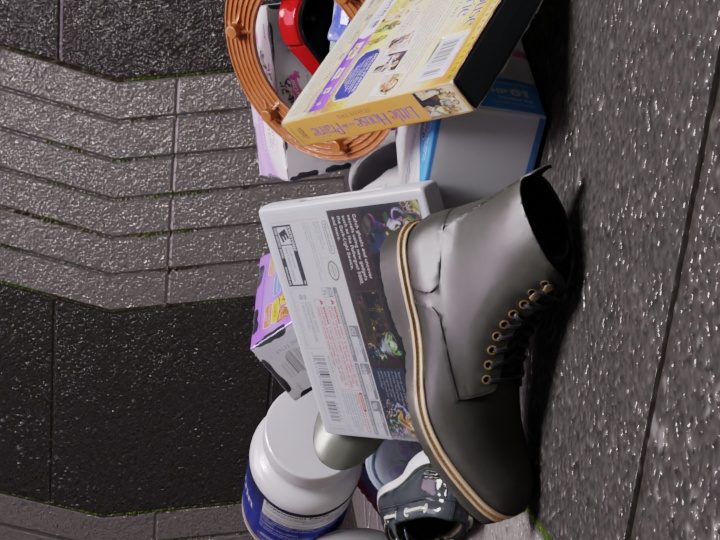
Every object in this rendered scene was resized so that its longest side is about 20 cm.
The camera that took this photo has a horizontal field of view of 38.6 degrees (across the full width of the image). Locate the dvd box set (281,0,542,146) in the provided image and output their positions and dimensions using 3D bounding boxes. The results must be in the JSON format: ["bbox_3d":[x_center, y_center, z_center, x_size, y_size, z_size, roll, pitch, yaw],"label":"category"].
[{"bbox_3d":[0.040,-0.161,0.736,0.198,0.029,0.148,-3,50,53],"label":"dvd box set"}]

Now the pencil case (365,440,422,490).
[{"bbox_3d":[0.041,0.147,1.028,0.200,0.081,0.093,-99,1,-74],"label":"pencil case"}]

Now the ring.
[{"bbox_3d":[-0.048,-0.189,0.916,0.019,0.198,0.203,-38,-31,-41],"label":"ring"}]

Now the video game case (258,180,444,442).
[{"bbox_3d":[0.012,0.038,0.798,0.180,0.023,0.204,-3,108,45],"label":"video game case"}]

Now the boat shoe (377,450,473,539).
[{"bbox_3d":[0.052,0.214,0.888,0.201,0.074,0.061,101,178,-59],"label":"boat shoe"}]

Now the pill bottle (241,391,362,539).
[{"bbox_3d":[-0.058,0.201,1.031,0.201,0.113,0.118,106,168,-55],"label":"pill bottle"}]

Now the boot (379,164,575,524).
[{"bbox_3d":[0.092,0.049,0.638,0.137,0.077,0.204,-27,83,48],"label":"boot"}]

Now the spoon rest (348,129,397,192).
[{"bbox_3d":[0.049,-0.082,1.065,0.061,0.098,0.200,67,-173,26],"label":"spoon rest"}]

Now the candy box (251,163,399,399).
[{"bbox_3d":[0.000,0.000,0.950,0.072,0.198,0.169,50,-163,-24],"label":"candy box"}]

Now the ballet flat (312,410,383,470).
[{"bbox_3d":[0.026,0.090,0.924,0.200,0.067,0.064,-47,-9,-32],"label":"ballet flat"}]

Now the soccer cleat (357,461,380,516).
[{"bbox_3d":[0.013,0.217,1.105,0.068,0.075,0.202,89,162,-44],"label":"soccer cleat"}]

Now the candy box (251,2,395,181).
[{"bbox_3d":[-0.015,-0.195,1.060,0.071,0.197,0.171,17,117,57],"label":"candy box"}]

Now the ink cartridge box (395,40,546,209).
[{"bbox_3d":[0.079,-0.114,0.818,0.202,0.083,0.147,-94,10,-52],"label":"ink cartridge box"}]

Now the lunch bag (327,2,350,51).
[{"bbox_3d":[0.043,-0.254,0.952,0.075,0.158,0.205,18,107,46],"label":"lunch bag"}]

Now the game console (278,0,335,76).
[{"bbox_3d":[0.017,-0.257,0.998,0.202,0.031,0.177,-58,-45,-14],"label":"game console"}]

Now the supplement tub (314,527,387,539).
[{"bbox_3d":[-0.002,0.366,0.983,0.202,0.141,0.146,-91,8,-51],"label":"supplement tub"}]
